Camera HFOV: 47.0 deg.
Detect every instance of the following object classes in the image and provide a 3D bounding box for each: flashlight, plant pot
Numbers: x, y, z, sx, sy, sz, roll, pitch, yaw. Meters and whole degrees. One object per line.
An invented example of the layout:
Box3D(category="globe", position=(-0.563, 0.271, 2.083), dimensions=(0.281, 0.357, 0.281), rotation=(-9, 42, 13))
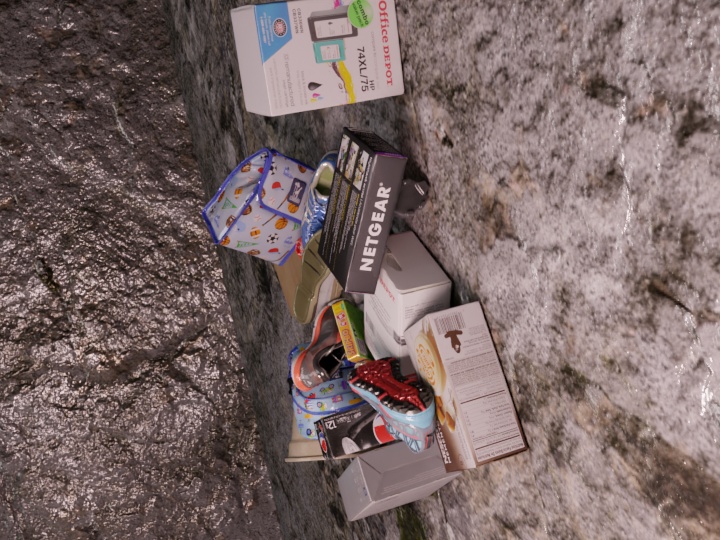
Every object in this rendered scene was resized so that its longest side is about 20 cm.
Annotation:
Box3D(category="flashlight", position=(0.035, -0.100, 1.235), dimensions=(0.200, 0.068, 0.068), rotation=(-170, 85, -75))
Box3D(category="plant pot", position=(-0.057, 0.282, 1.662), dimensions=(0.200, 0.199, 0.185), rotation=(142, 125, -71))

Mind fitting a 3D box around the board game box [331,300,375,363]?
Box3D(category="board game box", position=(0.009, 0.116, 1.395), dimensions=(0.200, 0.030, 0.096), rotation=(30, -140, -65))

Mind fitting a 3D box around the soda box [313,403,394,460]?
Box3D(category="soda box", position=(0.034, 0.231, 1.267), dimensions=(0.071, 0.199, 0.064), rotation=(131, 123, -69))

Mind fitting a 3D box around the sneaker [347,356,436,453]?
Box3D(category="sneaker", position=(0.042, 0.190, 1.152), dimensions=(0.200, 0.079, 0.096), rotation=(-144, 37, -65))

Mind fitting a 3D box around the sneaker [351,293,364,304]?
Box3D(category="sneaker", position=(0.000, 0.000, 1.399), dimensions=(0.200, 0.087, 0.075), rotation=(104, 145, -59))

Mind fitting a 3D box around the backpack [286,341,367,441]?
Box3D(category="backpack", position=(-0.041, 0.210, 1.466), dimensions=(0.200, 0.181, 0.135), rotation=(-103, 1, -73))

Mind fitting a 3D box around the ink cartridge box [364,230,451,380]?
Box3D(category="ink cartridge box", position=(0.066, 0.064, 1.240), dimensions=(0.144, 0.083, 0.201), rotation=(-123, 25, -49))

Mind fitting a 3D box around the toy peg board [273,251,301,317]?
Box3D(category="toy peg board", position=(-0.095, -0.043, 1.702), dimensions=(0.199, 0.097, 0.201), rotation=(-55, 48, 47))

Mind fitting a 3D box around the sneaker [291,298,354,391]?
Box3D(category="sneaker", position=(-0.039, 0.123, 1.390), dimensions=(0.082, 0.200, 0.077), rotation=(-14, 124, 37))

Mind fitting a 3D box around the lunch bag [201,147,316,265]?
Box3D(category="lunch bag", position=(-0.168, -0.124, 1.556), dimensions=(0.200, 0.170, 0.124), rotation=(-49, 48, 19))

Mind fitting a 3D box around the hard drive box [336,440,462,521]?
Box3D(category="hard drive box", position=(0.058, 0.336, 1.349), dimensions=(0.200, 0.155, 0.077), rotation=(114, 139, -62))

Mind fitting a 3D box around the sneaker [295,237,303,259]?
Box3D(category="sneaker", position=(-0.071, -0.083, 1.525), dimensions=(0.067, 0.107, 0.203), rotation=(-179, 77, -72))

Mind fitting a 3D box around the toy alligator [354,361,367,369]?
Box3D(category="toy alligator", position=(0.050, 0.200, 1.379), dimensions=(0.200, 0.059, 0.054), rotation=(57, -147, -32))

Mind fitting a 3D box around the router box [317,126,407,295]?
Box3D(category="router box", position=(-0.002, -0.087, 1.175), dimensions=(0.149, 0.051, 0.201), rotation=(-128, 47, -60))

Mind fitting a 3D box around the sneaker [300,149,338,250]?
Box3D(category="sneaker", position=(-0.070, -0.111, 1.445), dimensions=(0.077, 0.075, 0.201), rotation=(-43, -36, -72))

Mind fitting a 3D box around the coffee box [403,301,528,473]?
Box3D(category="coffee box", position=(0.135, 0.156, 1.096), dimensions=(0.114, 0.079, 0.201), rotation=(130, 125, -70))

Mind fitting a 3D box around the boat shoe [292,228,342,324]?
Box3D(category="boat shoe", position=(-0.062, 0.005, 1.447), dimensions=(0.075, 0.068, 0.201), rotation=(51, 135, 33))

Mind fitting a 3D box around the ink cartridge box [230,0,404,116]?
Box3D(category="ink cartridge box", position=(-0.061, -0.310, 1.172), dimensions=(0.146, 0.199, 0.148), rotation=(-148, 47, -64))
